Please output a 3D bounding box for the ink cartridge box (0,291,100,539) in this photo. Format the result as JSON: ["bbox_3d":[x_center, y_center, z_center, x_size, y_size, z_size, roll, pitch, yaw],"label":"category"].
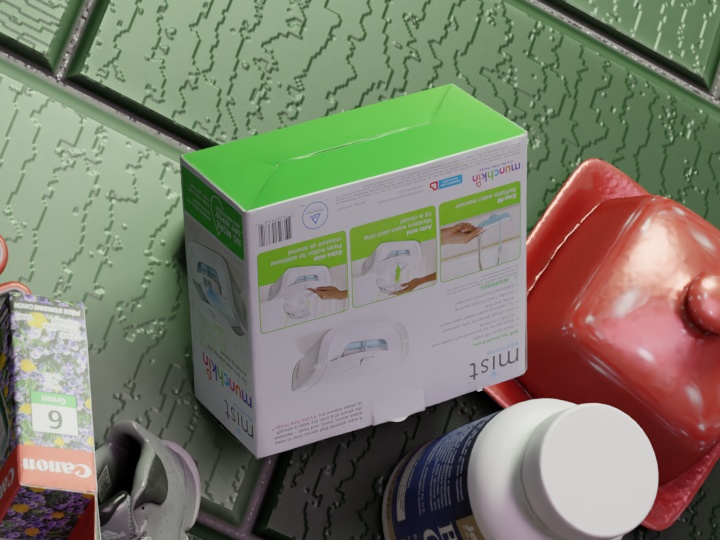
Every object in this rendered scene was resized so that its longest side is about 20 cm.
[{"bbox_3d":[-0.194,0.125,1.571,0.050,0.109,0.200,9,51,-22],"label":"ink cartridge box"}]

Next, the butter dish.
[{"bbox_3d":[0.204,0.036,1.796,0.199,0.148,0.200,41,63,-11],"label":"butter dish"}]

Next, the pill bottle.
[{"bbox_3d":[0.101,0.142,1.689,0.111,0.200,0.111,7,73,-23],"label":"pill bottle"}]

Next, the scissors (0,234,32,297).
[{"bbox_3d":[-0.295,0.020,1.641,0.200,0.014,0.073,-12,83,-29],"label":"scissors"}]

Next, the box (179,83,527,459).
[{"bbox_3d":[0.000,0.000,1.687,0.200,0.097,0.177,-17,123,-25],"label":"box"}]

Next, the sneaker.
[{"bbox_3d":[-0.146,0.182,1.604,0.075,0.116,0.200,-4,66,13],"label":"sneaker"}]
